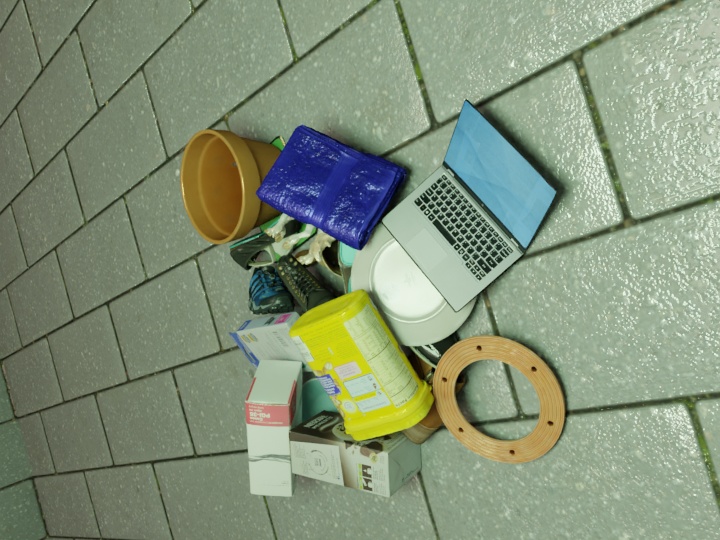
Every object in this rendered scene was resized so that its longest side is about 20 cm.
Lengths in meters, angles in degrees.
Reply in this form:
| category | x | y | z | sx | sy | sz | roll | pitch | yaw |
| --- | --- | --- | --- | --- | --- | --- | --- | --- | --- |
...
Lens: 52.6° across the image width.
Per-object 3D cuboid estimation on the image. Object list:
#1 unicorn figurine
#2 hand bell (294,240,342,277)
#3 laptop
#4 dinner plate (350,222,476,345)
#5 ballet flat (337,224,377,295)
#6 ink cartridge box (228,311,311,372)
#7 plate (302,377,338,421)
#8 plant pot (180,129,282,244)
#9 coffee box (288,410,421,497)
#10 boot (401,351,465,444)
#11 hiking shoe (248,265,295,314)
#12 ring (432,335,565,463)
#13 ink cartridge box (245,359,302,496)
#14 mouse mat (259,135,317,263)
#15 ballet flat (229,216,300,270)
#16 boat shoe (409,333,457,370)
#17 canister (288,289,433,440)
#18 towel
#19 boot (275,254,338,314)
| category | x | y | z | sx | sy | sz | roll | pitch | yaw |
| --- | --- | --- | --- | --- | --- | --- | --- | --- | --- |
| unicorn figurine | -0.093 | -0.099 | 1.179 | 0.199 | 0.074 | 0.138 | 39 | 87 | 25 |
| hand bell | -0.073 | -0.029 | 1.281 | 0.199 | 0.103 | 0.105 | -11 | 92 | 58 |
| laptop | 0.139 | -0.086 | 1.006 | 0.200 | 0.116 | 0.188 | -41 | 66 | 6 |
| dinner plate | 0.078 | 0.011 | 1.091 | 0.198 | 0.024 | 0.203 | -1 | 85 | 17 |
| ballet flat | 0.000 | 0.000 | 1.165 | 0.067 | 0.075 | 0.203 | -3 | 84 | 7 |
| ink cartridge box | -0.157 | 0.143 | 1.393 | 0.199 | 0.042 | 0.120 | -14 | 119 | 45 |
| plate | -0.053 | 0.297 | 1.369 | 0.199 | 0.025 | 0.203 | 13 | 108 | 43 |
| plant pot | -0.218 | -0.159 | 1.334 | 0.199 | 0.139 | 0.203 | 15 | 111 | 43 |
| coffee box | -0.010 | 0.305 | 1.235 | 0.198 | 0.113 | 0.081 | 3 | 102 | 32 |
| boot | 0.068 | 0.167 | 1.173 | 0.200 | 0.076 | 0.156 | 47 | 130 | 25 |
| hiking shoe | -0.175 | 0.035 | 1.363 | 0.200 | 0.074 | 0.088 | -177 | 84 | -67 |
| ring | 0.198 | 0.186 | 1.055 | 0.198 | 0.019 | 0.203 | 12 | 115 | 28 |
| ink cartridge box | -0.153 | 0.286 | 1.326 | 0.082 | 0.147 | 0.202 | 3 | 114 | 3 |
| mouse mat | -0.157 | -0.131 | 1.384 | 0.160 | 0.007 | 0.202 | -32 | 78 | 45 |
| ballet flat | -0.163 | -0.053 | 1.358 | 0.199 | 0.068 | 0.069 | -25 | 98 | 39 |
| boat shoe | 0.095 | 0.061 | 1.123 | 0.203 | 0.073 | 0.063 | 61 | 142 | 21 |
| canister | -0.001 | 0.141 | 1.091 | 0.148 | 0.087 | 0.201 | -22 | 106 | 34 |
| towel | -0.047 | -0.135 | 1.114 | 0.198 | 0.050 | 0.149 | 26 | 75 | 19 |
| boot | -0.095 | 0.031 | 1.226 | 0.139 | 0.077 | 0.200 | 52 | 169 | -3 |
